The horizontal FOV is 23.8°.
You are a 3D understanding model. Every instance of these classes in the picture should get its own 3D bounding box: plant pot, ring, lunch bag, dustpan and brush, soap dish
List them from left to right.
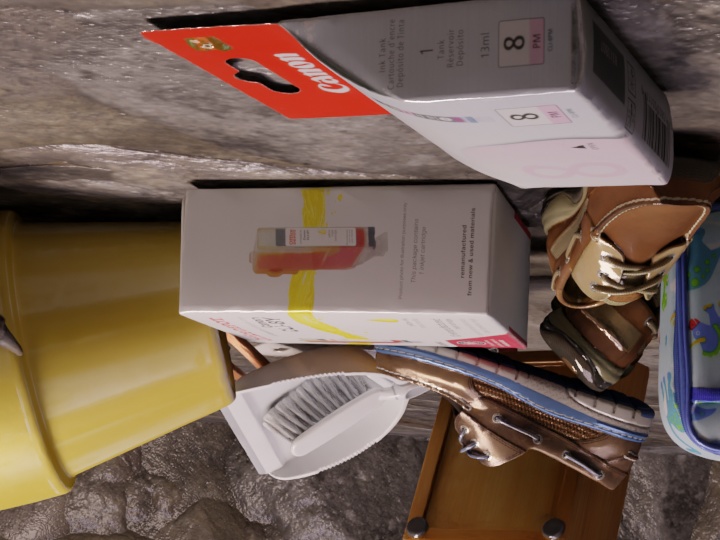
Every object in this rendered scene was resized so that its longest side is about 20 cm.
[{"bbox_3d":[-0.189,0.048,1.177,0.188,0.202,0.201,-12,171,-3],"label":"plant pot"},{"bbox_3d":[-0.110,0.051,1.349,0.200,0.019,0.201,39,167,11],"label":"ring"},{"bbox_3d":[0.005,0.092,1.267,0.199,0.057,0.140,-30,144,-5],"label":"dustpan and brush"},{"bbox_3d":[0.120,0.147,1.271,0.157,0.201,0.081,-3,141,29],"label":"soap dish"},{"bbox_3d":[0.281,0.043,1.022,0.199,0.162,0.082,4,171,1],"label":"lunch bag"}]

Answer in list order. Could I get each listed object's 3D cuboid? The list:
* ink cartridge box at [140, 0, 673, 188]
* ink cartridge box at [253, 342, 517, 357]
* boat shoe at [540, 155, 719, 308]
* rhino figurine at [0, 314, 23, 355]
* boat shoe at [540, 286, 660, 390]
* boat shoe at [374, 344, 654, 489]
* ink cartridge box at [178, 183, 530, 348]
[{"bbox_3d":[0.026,-0.072,0.767,0.199,0.057,0.162,-6,168,22],"label":"ink cartridge box"},{"bbox_3d":[0.016,0.039,1.379,0.199,0.068,0.116,5,171,-16],"label":"ink cartridge box"},{"bbox_3d":[0.153,-0.017,0.966,0.075,0.074,0.200,4,171,-6],"label":"boat shoe"},{"bbox_3d":[-0.285,-0.008,1.032,0.200,0.060,0.087,36,164,-15],"label":"rhino figurine"},{"bbox_3d":[0.179,0.028,1.179,0.076,0.074,0.200,43,-167,2],"label":"boat shoe"},{"bbox_3d":[0.098,0.098,1.176,0.199,0.073,0.072,18,-175,3],"label":"boat shoe"},{"bbox_3d":[0.000,0.000,1.094,0.199,0.084,0.145,1,170,15],"label":"ink cartridge box"}]
